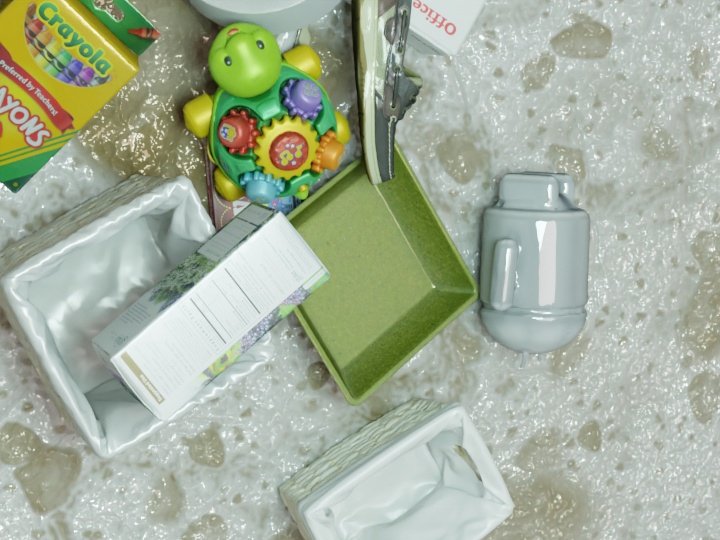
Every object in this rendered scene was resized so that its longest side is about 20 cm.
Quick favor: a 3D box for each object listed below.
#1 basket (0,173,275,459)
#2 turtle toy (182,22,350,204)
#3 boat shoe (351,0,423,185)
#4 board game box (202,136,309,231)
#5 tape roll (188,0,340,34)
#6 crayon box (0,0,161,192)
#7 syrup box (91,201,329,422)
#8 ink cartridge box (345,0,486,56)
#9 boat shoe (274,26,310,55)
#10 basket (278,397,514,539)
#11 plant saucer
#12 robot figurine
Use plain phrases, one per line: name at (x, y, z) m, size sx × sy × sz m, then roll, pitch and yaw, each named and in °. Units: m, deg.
basket at (-0.220, 0.036, 1.686) m, size 0.198 × 0.161 × 0.201 m, roll -31°, pitch 106°, yaw -15°
turtle toy at (-0.088, -0.147, 1.703) m, size 0.145 × 0.101 × 0.201 m, roll -28°, pitch 121°, yaw -6°
boat shoe at (0.028, -0.181, 1.738) m, size 0.066 × 0.072 × 0.202 m, roll -5°, pitch 109°, yaw -2°
board game box at (-0.101, -0.064, 1.797) m, size 0.102 × 0.019 × 0.201 m, roll -8°, pitch 100°, yaw -20°
tape roll at (-0.093, -0.326, 1.690) m, size 0.201 × 0.071 × 0.204 m, roll -1°, pitch 81°, yaw 6°
crayon box at (-0.294, -0.186, 1.646) m, size 0.200 × 0.051 × 0.127 m, roll -44°, pitch 111°, yaw 10°
syrup box at (-0.134, 0.035, 1.592) m, size 0.200 × 0.079 × 0.082 m, roll -42°, pitch 111°, yaw -11°
ink cartridge box at (0.072, -0.334, 1.797) m, size 0.144 × 0.084 × 0.201 m, roll 31°, pitch 85°, yaw -22°
boat shoe at (-0.080, -0.275, 1.749) m, size 0.068 × 0.075 × 0.201 m, roll 8°, pitch 95°, yaw -28°
basket at (0.030, 0.231, 1.831) m, size 0.199 × 0.123 × 0.136 m, roll -32°, pitch 107°, yaw -16°
plant saucer at (0.000, 0.000, 1.813) m, size 0.200 × 0.048 × 0.201 m, roll -40°, pitch 109°, yaw -28°
robot figurine at (0.180, -0.001, 1.867) m, size 0.169 × 0.112 × 0.201 m, roll -6°, pitch 100°, yaw -55°
